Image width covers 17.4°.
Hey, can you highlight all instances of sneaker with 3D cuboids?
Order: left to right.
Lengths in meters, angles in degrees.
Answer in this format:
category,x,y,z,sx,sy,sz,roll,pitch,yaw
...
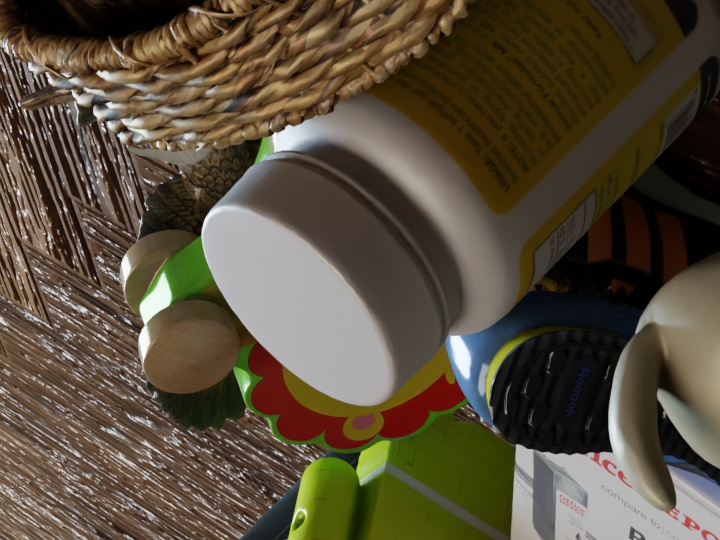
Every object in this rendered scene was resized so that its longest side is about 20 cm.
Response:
category,x,y,z,sx,sy,sz,roll,pitch,yaw
sneaker,0.102,-0.003,0.985,0.200,0.090,0.070,43,154,8
sneaker,0.126,0.046,0.947,0.199,0.066,0.078,15,-163,-22

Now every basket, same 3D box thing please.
category,x,y,z,sx,sy,sz,roll,pitch,yaw
basket,-0.059,-0.141,0.843,0.199,0.143,0.149,-17,134,41

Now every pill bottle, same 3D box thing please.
category,x,y,z,sx,sy,sz,roll,pitch,yaw
pill bottle,0.040,-0.049,0.891,0.114,0.200,0.115,35,152,22

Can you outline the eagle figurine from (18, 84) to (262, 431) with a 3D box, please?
category,x,y,z,sx,sy,sz,roll,pitch,yaw
eagle figurine,-0.051,-0.029,1.154,0.151,0.151,0.201,-14,105,49

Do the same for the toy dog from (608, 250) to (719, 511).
category,x,y,z,sx,sy,sz,roll,pitch,yaw
toy dog,0.204,0.052,0.808,0.200,0.193,0.140,46,142,18

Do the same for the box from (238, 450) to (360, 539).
category,x,y,z,sx,sy,sz,roll,pitch,yaw
box,0.042,0.210,1.330,0.199,0.124,0.149,27,146,34

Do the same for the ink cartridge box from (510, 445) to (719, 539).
category,x,y,z,sx,sy,sz,roll,pitch,yaw
ink cartridge box,0.148,0.113,1.085,0.145,0.085,0.201,34,149,25

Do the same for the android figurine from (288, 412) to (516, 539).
category,x,y,z,sx,sy,sz,roll,pitch,yaw
android figurine,0.044,0.156,1.179,0.181,0.201,0.041,31,135,-21

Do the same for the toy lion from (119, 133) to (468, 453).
category,x,y,z,sx,sy,sz,roll,pitch,yaw
toy lion,0.000,0.000,1.093,0.201,0.191,0.069,-56,36,29
